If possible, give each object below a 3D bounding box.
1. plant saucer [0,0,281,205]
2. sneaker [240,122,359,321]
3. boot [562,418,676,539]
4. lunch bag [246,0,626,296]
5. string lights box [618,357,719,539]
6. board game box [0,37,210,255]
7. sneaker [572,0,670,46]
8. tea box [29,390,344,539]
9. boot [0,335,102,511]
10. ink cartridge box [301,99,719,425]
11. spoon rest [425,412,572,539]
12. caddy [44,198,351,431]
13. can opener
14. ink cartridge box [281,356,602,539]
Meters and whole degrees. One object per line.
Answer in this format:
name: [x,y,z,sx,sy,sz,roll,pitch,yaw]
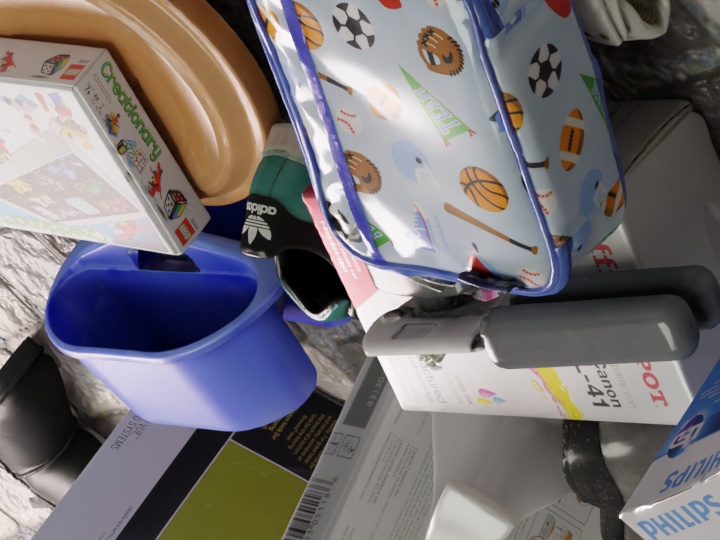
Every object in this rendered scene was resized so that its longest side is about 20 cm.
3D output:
plant saucer: [-0.133,-0.107,1.572,0.200,0.032,0.200,27,151,16]
sneaker: [0.000,0.000,1.573,0.071,0.080,0.200,11,161,43]
boot: [0.190,0.111,1.542,0.131,0.070,0.200,-5,162,16]
lunch bag: [0.030,-0.078,1.321,0.160,0.076,0.200,12,133,37]
string lights box: [0.207,0.044,1.315,0.059,0.200,0.103,41,152,-9]
board game box: [-0.188,-0.073,1.613,0.200,0.035,0.126,10,141,41]
sneaker: [0.087,-0.115,1.344,0.115,0.074,0.200,27,150,23]
tea box: [-0.077,0.180,1.840,0.197,0.200,0.134,28,150,17]
boot: [-0.198,0.134,2.042,0.162,0.073,0.198,38,159,1]
ink cartridge box: [0.089,-0.004,1.462,0.200,0.086,0.148,1,126,43]
spoon rest: [0.072,0.100,1.538,0.099,0.200,0.061,33,116,2]
caddy: [-0.093,0.008,1.662,0.200,0.141,0.105,2,142,46]
can opener: [0.077,0.016,1.380,0.200,0.053,0.067,1,123,40]
ink cartridge box: [0.057,0.148,1.644,0.200,0.162,0.050,35,164,-36]
